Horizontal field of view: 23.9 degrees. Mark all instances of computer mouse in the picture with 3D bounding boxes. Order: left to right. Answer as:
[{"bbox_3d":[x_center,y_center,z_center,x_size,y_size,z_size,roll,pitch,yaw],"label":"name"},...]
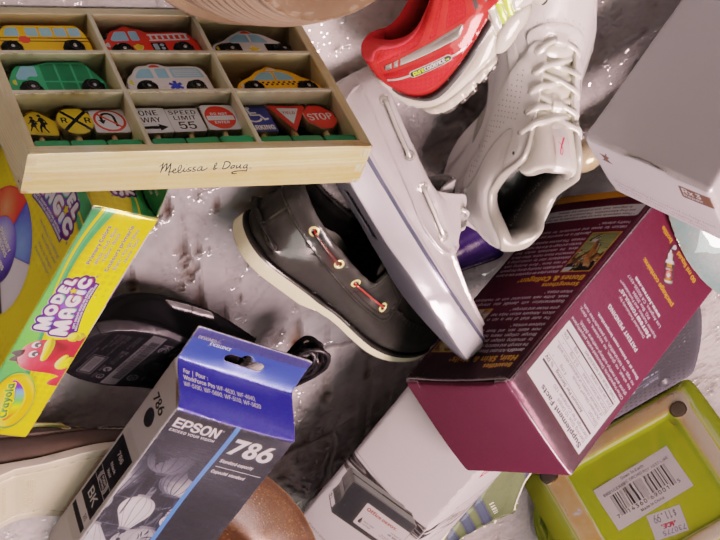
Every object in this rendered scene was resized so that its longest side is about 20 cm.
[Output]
[{"bbox_3d":[-0.131,0.063,1.155,0.198,0.046,0.140,10,143,-36],"label":"computer mouse"}]

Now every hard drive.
[{"bbox_3d":[0.202,0.067,1.336,0.134,0.043,0.200,-30,157,-2],"label":"hard drive"}]

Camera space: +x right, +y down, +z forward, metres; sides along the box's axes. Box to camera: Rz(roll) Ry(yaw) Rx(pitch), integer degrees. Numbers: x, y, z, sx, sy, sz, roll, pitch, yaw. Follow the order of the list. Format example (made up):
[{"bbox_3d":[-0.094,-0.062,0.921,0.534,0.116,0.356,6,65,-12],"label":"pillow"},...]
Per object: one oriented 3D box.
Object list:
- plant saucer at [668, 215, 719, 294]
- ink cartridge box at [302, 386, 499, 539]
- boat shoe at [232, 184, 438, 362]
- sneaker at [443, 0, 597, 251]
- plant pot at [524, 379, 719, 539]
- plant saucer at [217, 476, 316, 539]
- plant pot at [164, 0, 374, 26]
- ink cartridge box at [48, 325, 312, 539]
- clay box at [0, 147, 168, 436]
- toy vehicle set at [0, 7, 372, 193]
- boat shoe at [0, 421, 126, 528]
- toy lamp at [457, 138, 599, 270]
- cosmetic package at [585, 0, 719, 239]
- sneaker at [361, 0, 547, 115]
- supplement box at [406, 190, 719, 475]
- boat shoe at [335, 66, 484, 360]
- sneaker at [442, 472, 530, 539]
[{"bbox_3d":[0.290,-0.077,1.178,0.199,0.039,0.204,-2,94,-36],"label":"plant saucer"},{"bbox_3d":[0.039,0.162,1.288,0.200,0.084,0.144,-51,167,23],"label":"ink cartridge box"},{"bbox_3d":[0.001,0.002,1.142,0.063,0.074,0.201,-35,138,19],"label":"boat shoe"},{"bbox_3d":[0.116,-0.102,1.065,0.077,0.100,0.202,2,116,-21],"label":"sneaker"},{"bbox_3d":[0.257,0.224,1.443,0.199,0.200,0.182,-29,142,0],"label":"plant pot"},{"bbox_3d":[-0.128,0.225,1.238,0.198,0.037,0.203,3,114,7],"label":"plant saucer"},{"bbox_3d":[-0.028,-0.199,0.893,0.199,0.093,0.202,-18,139,-16],"label":"plant pot"},{"bbox_3d":[-0.117,0.131,1.133,0.099,0.039,0.201,18,118,-35],"label":"ink cartridge box"},{"bbox_3d":[-0.182,-0.017,0.972,0.047,0.115,0.201,10,126,-38],"label":"clay box"},{"bbox_3d":[-0.105,-0.095,0.928,0.198,0.125,0.027,-4,135,-30],"label":"toy vehicle set"},{"bbox_3d":[-0.214,0.133,1.156,0.198,0.060,0.072,-9,133,-26],"label":"boat shoe"},{"bbox_3d":[0.128,-0.063,1.171,0.199,0.058,0.058,-34,142,-1],"label":"toy lamp"},{"bbox_3d":[0.244,-0.127,1.083,0.201,0.101,0.074,-54,142,-9],"label":"cosmetic package"},{"bbox_3d":[0.071,-0.185,0.991,0.084,0.077,0.201,30,105,-19],"label":"sneaker"},{"bbox_3d":[0.140,0.040,1.161,0.200,0.110,0.086,-47,113,-29],"label":"supplement box"},{"bbox_3d":[0.037,-0.035,1.076,0.065,0.074,0.201,-34,113,-8],"label":"boat shoe"},{"bbox_3d":[0.091,0.195,1.411,0.089,0.067,0.201,12,122,-34],"label":"sneaker"}]
